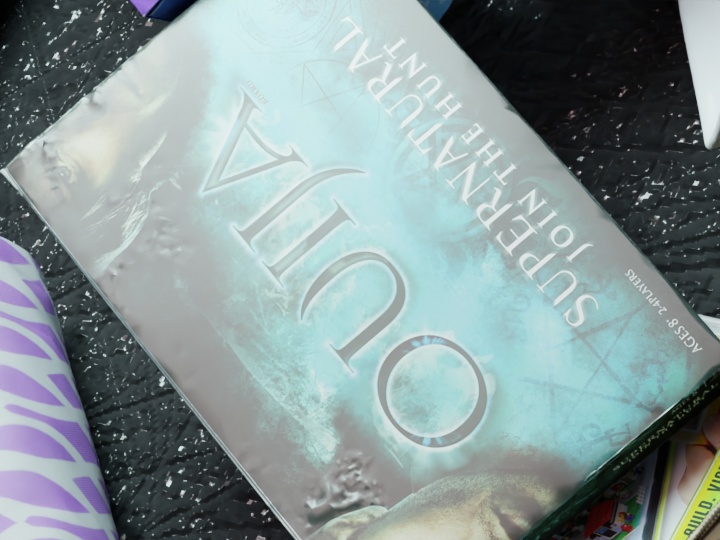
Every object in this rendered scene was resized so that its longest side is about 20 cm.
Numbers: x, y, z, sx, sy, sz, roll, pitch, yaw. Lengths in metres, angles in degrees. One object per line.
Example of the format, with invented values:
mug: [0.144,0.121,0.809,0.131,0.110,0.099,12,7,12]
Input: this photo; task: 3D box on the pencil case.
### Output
pencil case: [-0.129,0.075,1.006,0.085,0.084,0.200,-40,39,19]

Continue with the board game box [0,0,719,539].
board game box: [0.000,0.000,0.902,0.135,0.028,0.200,-41,69,0]

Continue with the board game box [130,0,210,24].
board game box: [0.017,-0.159,0.956,0.200,0.134,0.045,-48,66,18]

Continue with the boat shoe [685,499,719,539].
boat shoe: [0.159,0.036,0.838,0.202,0.075,0.075,-44,33,-16]

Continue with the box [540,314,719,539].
box: [0.055,0.102,0.887,0.110,0.035,0.200,13,64,41]

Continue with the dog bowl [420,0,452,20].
dog bowl: [-0.033,-0.150,1.111,0.112,0.050,0.200,-53,54,14]

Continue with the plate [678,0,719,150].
plate: [0.137,-0.169,0.944,0.032,0.200,0.200,8,34,-5]
